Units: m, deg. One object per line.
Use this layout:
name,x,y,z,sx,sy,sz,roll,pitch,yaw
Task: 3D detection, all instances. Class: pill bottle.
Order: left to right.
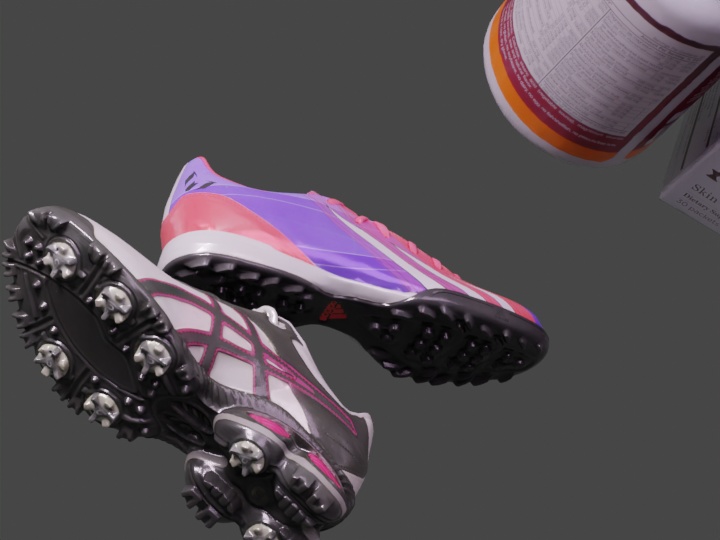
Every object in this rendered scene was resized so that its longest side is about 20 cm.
pill bottle,0.152,-0.143,1.430,0.109,0.200,0.110,13,57,-22

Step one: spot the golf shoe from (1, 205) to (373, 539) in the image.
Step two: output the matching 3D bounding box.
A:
golf shoe,-0.078,0.042,1.291,0.200,0.077,0.088,46,39,-7

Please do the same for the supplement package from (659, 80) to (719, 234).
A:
supplement package,0.286,-0.070,1.520,0.200,0.111,0.156,29,53,-11

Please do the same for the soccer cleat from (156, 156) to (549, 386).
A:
soccer cleat,0.000,0.000,1.354,0.199,0.068,0.073,15,53,-18
